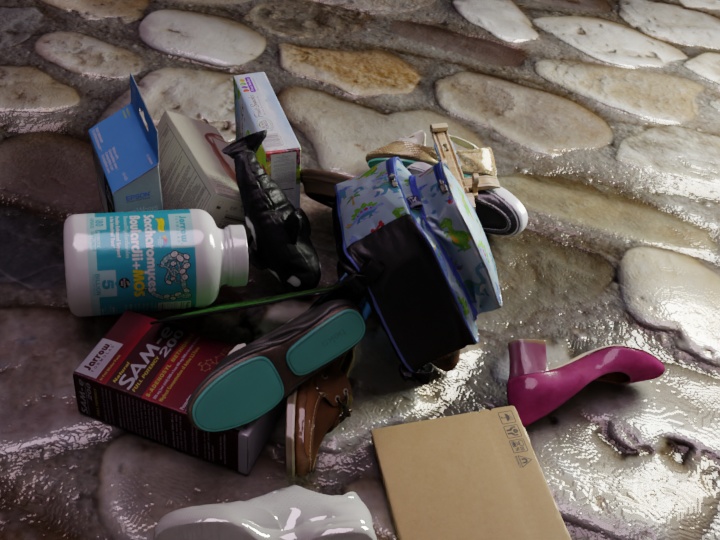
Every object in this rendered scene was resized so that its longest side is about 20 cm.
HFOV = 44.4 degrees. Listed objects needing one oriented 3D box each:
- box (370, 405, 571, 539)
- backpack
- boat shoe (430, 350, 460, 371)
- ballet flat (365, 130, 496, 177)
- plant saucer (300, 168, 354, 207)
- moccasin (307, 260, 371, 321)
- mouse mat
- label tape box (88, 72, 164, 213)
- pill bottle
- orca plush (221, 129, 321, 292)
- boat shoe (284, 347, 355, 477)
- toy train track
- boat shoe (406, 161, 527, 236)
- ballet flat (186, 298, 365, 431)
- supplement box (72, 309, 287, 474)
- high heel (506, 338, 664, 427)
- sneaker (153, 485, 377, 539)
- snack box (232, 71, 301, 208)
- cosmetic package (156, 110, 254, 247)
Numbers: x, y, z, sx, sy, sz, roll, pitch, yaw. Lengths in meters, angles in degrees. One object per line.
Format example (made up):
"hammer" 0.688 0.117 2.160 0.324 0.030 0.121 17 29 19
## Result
"box" 0.106 0.224 0.854 0.160 0.022 0.202 -8 43 -9
"backpack" 0.059 -0.023 0.936 0.145 0.185 0.201 -27 33 6
"boat shoe" 0.088 0.035 1.058 0.071 0.068 0.202 -18 39 16
"ballet flat" 0.105 -0.169 1.299 0.195 0.071 0.067 9 77 -8
"plant saucer" 0.011 -0.086 1.138 0.196 0.030 0.200 18 -2 1
"moccasin" 0.000 0.000 1.072 0.067 0.082 0.200 22 40 15
"mouse mat" -0.111 0.034 0.957 0.196 0.008 0.161 -11 1 11
"label tape box" -0.282 -0.111 1.064 0.062 0.203 0.145 -13 42 -20
"pill bottle" -0.227 -0.011 0.988 0.195 0.112 0.112 -4 40 -16
"orca plush" -0.087 -0.069 1.047 0.104 0.204 0.070 -16 3 -43
"boat shoe" -0.039 0.128 0.916 0.066 0.073 0.202 6 39 0
"toy train track" 0.124 -0.151 1.203 0.112 0.033 0.202 -6 41 -4
"boat shoe" 0.130 -0.090 1.208 0.198 0.073 0.068 27 43 24
"ballet flat" -0.084 0.090 0.862 0.197 0.069 0.068 -28 24 -18
"supplement box" -0.182 0.121 0.912 0.196 0.062 0.109 16 40 12
"high heel" 0.254 0.135 0.987 0.195 0.068 0.098 4 68 -10
"sneaker" -0.087 0.230 0.800 0.195 0.077 0.089 5 26 -12
"snack box" -0.128 -0.154 1.189 0.052 0.144 0.202 -8 42 -16
"cosmetic package" -0.206 -0.105 1.135 0.086 0.104 0.201 12 31 -41
